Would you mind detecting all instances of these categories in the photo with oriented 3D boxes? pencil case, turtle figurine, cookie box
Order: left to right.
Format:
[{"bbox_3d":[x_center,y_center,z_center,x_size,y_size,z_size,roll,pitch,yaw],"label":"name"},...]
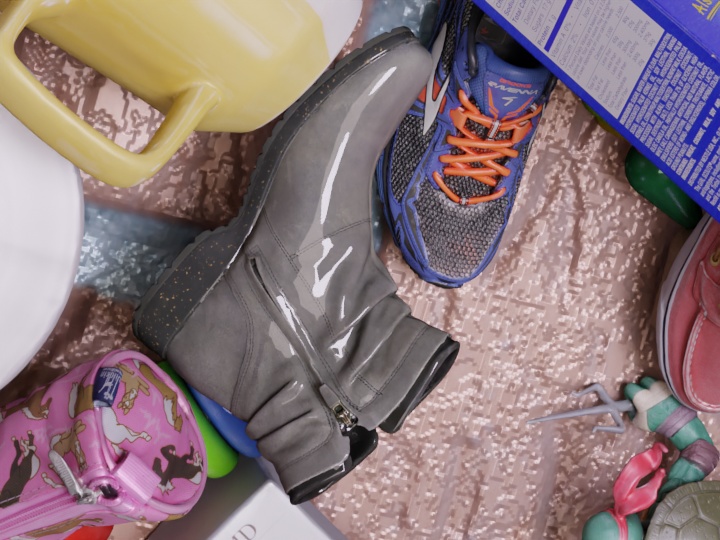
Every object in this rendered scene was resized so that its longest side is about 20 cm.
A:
[{"bbox_3d":[-0.170,0.104,1.095,0.200,0.086,0.083,-22,67,25],"label":"pencil case"},{"bbox_3d":[0.150,-0.137,1.064,0.200,0.075,0.171,44,48,18],"label":"cookie box"},{"bbox_3d":[0.174,0.141,1.228,0.200,0.101,0.150,9,100,-21],"label":"turtle figurine"}]

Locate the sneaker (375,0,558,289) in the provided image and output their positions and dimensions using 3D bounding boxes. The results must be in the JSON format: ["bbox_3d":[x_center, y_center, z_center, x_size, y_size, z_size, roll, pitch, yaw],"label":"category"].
[{"bbox_3d":[0.059,-0.087,1.153,0.075,0.078,0.200,9,100,-15],"label":"sneaker"}]

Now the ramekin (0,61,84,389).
[{"bbox_3d":[-0.231,-0.029,1.088,0.202,0.094,0.203,-3,103,-14],"label":"ramekin"}]

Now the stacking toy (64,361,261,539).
[{"bbox_3d":[-0.087,0.074,1.162,0.200,0.085,0.085,-34,108,3],"label":"stacking toy"}]

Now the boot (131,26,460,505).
[{"bbox_3d":[0.000,0.000,1.085,0.131,0.068,0.200,41,99,16],"label":"boot"}]

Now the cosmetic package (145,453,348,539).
[{"bbox_3d":[-0.020,0.194,1.202,0.101,0.071,0.200,-45,108,-1],"label":"cosmetic package"}]

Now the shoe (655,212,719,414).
[{"bbox_3d":[0.193,0.011,1.137,0.071,0.091,0.200,12,127,-6],"label":"shoe"}]

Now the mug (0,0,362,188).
[{"bbox_3d":[-0.093,-0.128,1.066,0.153,0.149,0.187,41,80,-19],"label":"mug"}]

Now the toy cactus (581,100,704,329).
[{"bbox_3d":[0.189,-0.042,1.202,0.200,0.102,0.165,15,117,-19],"label":"toy cactus"}]
